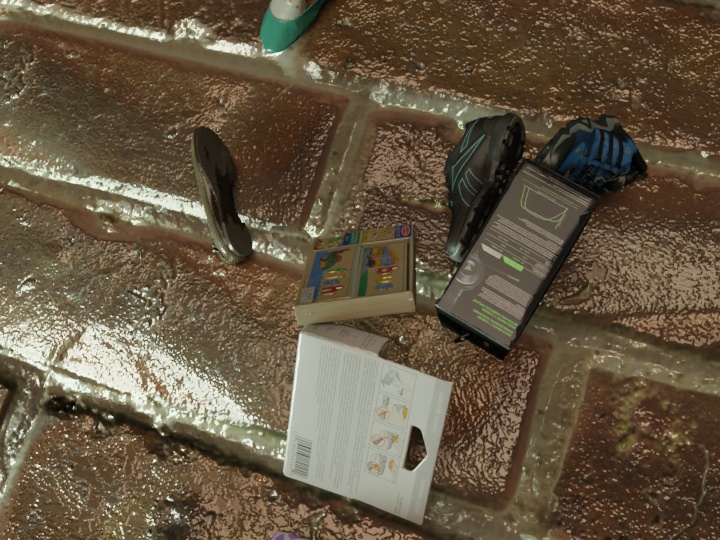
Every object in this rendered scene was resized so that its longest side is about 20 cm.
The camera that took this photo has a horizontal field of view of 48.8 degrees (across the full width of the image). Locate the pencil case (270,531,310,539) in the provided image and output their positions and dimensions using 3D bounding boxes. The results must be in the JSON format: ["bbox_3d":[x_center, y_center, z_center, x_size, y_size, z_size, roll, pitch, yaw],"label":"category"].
[{"bbox_3d":[-0.018,0.355,0.880,0.199,0.084,0.086,14,100,15],"label":"pencil case"}]

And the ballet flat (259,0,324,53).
[{"bbox_3d":[-0.078,-0.398,1.118,0.067,0.070,0.200,39,83,17],"label":"ballet flat"}]

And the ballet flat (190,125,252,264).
[{"bbox_3d":[-0.193,-0.100,1.059,0.046,0.067,0.200,-30,71,34],"label":"ballet flat"}]

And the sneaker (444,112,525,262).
[{"bbox_3d":[0.144,-0.105,1.004,0.079,0.075,0.200,14,76,36],"label":"sneaker"}]

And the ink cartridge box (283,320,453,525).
[{"bbox_3d":[0.008,0.169,0.886,0.176,0.045,0.201,16,117,15],"label":"ink cartridge box"}]

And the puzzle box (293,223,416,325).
[{"bbox_3d":[0.000,0.000,0.936,0.133,0.200,0.025,-7,114,6],"label":"puzzle box"}]

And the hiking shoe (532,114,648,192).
[{"bbox_3d":[0.274,-0.130,0.929,0.200,0.074,0.087,-23,67,-42],"label":"hiking shoe"}]

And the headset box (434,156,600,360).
[{"bbox_3d":[0.168,0.002,0.894,0.093,0.174,0.200,30,86,12],"label":"headset box"}]
